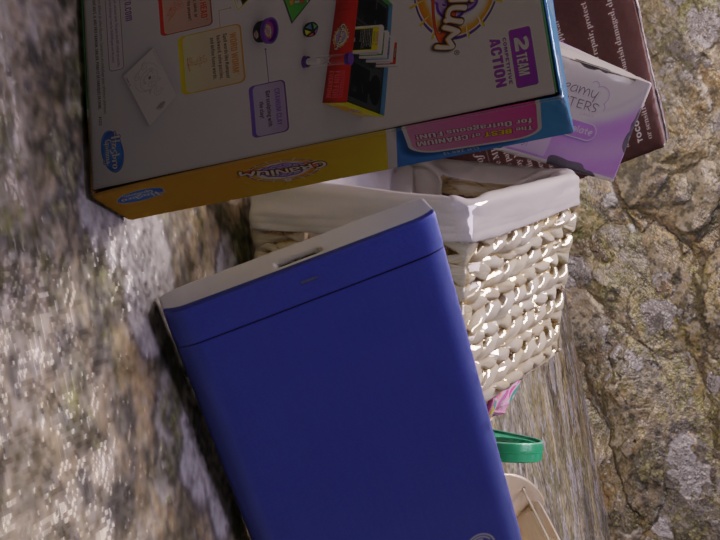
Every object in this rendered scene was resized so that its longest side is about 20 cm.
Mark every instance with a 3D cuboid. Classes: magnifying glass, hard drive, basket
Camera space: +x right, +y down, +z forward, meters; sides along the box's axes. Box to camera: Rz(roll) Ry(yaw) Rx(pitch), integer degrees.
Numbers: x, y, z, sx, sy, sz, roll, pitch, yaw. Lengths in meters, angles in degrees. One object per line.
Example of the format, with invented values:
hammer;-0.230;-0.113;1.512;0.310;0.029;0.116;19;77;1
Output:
magnifying glass;0.106;0.146;1.129;0.200;0.079;0.022;160;-66;-83
hard drive;-0.003;0.078;0.632;0.025;0.132;0.200;-125;-164;-62
basket;0.036;0.003;0.754;0.200;0.135;0.124;-16;111;-63

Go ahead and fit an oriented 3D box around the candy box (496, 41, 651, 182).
candy box;0.073;-0.138;0.873;0.200;0.167;0.072;-124;-129;-66

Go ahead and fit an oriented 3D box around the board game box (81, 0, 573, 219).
board game box;-0.020;-0.115;0.549;0.040;0.200;0.153;42;40;-69

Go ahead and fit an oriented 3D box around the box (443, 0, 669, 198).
box;0.120;-0.164;1.077;0.166;0.200;0.164;-120;-171;-65

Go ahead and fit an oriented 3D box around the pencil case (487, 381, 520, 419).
pencil case;0.084;0.096;1.078;0.200;0.087;0.088;-2;82;-78

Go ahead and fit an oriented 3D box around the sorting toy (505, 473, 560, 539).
sorting toy;0.107;0.234;1.067;0.180;0.107;0.200;53;7;-33
